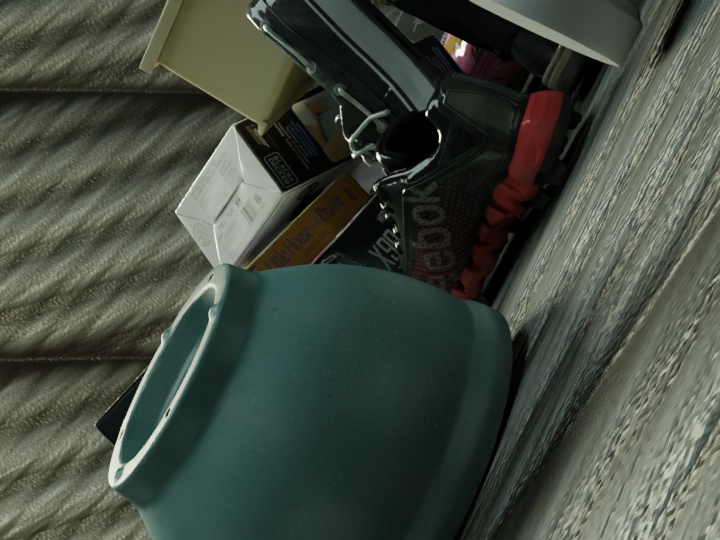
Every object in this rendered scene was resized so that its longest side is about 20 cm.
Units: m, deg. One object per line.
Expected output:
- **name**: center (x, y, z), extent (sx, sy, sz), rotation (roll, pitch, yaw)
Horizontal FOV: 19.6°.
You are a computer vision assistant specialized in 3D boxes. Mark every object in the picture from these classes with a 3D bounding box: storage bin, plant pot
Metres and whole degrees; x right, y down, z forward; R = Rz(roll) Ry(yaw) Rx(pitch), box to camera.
- **storage bin**: center (-0.030, -0.223, 1.356), extent (0.201, 0.093, 0.199), rotation (-62, -6, 35)
- **plant pot**: center (-0.036, 0.078, 0.990), extent (0.201, 0.134, 0.201), rotation (-56, 15, 23)

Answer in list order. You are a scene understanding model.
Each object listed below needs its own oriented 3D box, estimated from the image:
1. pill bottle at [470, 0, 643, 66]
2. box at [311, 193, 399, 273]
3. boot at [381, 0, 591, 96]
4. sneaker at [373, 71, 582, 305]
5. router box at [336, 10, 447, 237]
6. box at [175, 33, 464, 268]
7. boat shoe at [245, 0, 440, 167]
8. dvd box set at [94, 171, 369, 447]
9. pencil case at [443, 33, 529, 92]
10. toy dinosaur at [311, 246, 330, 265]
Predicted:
- **pill bottle**: center (0.123, -0.205, 0.978), extent (0.116, 0.115, 0.201), rotation (-102, 37, -85)
- **box**: center (0.000, 0.000, 1.332), extent (0.200, 0.050, 0.158), rotation (-49, 0, -41)
- **boot**: center (0.075, -0.175, 1.260), extent (0.200, 0.150, 0.074), rotation (-72, 8, -68)
- **sneaker**: center (0.046, -0.037, 1.174), extent (0.201, 0.097, 0.071), rotation (116, 176, -47)
- **router box**: center (0.049, -0.117, 1.682), extent (0.157, 0.052, 0.201), rotation (-4, -58, -65)
- **box**: center (-0.021, -0.081, 1.454), extent (0.199, 0.060, 0.117), rotation (-28, -15, -37)
- **boat shoe**: center (0.013, -0.099, 1.238), extent (0.068, 0.199, 0.074), rotation (-43, 6, 14)
- **dvd box set**: center (-0.079, 0.024, 1.338), extent (0.146, 0.029, 0.200), rotation (-45, 2, 31)
- **pencil case**: center (0.092, -0.154, 1.515), extent (0.086, 0.083, 0.201), rotation (-12, -33, -33)
- **toy dinosaur**: center (-0.024, 0.028, 1.470), extent (0.105, 0.199, 0.182), rotation (-41, 40, 25)
